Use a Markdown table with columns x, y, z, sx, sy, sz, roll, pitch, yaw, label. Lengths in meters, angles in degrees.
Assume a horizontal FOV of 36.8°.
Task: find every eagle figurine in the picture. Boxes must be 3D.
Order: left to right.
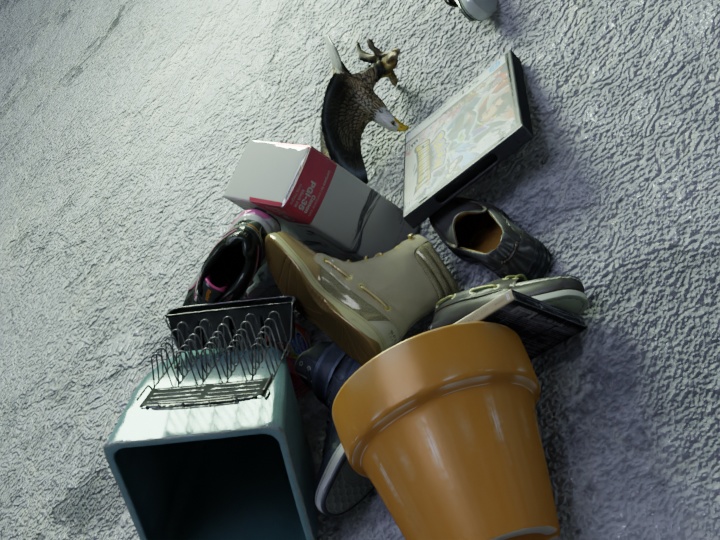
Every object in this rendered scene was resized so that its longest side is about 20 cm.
| x | y | z | sx | sy | sz | roll | pitch | yaw | label |
| --- | --- | --- | --- | --- | --- | --- | --- | --- | --- |
| -0.008 | -0.201 | 1.431 | 0.150 | 0.151 | 0.202 | 22 | 78 | 46 | eagle figurine |

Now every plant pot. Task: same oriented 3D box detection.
| x | y | z | sx | sy | sz | roll | pitch | yaw | label |
| --- | --- | --- | --- | --- | --- | --- | --- | --- | --- |
| -0.149 | 0.191 | 1.224 | 0.192 | 0.199 | 0.201 | -7 | 33 | 9 | plant pot |
| 0.093 | 0.181 | 1.000 | 0.199 | 0.199 | 0.185 | -37 | 55 | 23 | plant pot |

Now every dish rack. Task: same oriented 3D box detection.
| x | y | z | sx | sy | sz | roll | pitch | yaw | label |
| --- | --- | --- | --- | --- | --- | --- | --- | --- | --- |
| -0.151 | 0.089 | 1.147 | 0.150 | 0.056 | 0.200 | -7 | 17 | 9 | dish rack |

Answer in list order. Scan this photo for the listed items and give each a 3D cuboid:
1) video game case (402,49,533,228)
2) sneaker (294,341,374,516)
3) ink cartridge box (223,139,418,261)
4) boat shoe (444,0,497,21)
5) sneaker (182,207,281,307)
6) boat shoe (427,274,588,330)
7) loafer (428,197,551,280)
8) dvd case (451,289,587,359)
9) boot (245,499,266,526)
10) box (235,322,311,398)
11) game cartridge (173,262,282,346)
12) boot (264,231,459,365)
| x | y | z | sx | sy | sz | roll | pitch | yaw | label |
| --- | --- | --- | --- | --- | --- | --- | --- | --- | --- |
| 0.124 | -0.162 | 1.305 | 0.180 | 0.025 | 0.201 | -37 | 26 | 25 | video game case |
| -0.029 | 0.167 | 1.217 | 0.145 | 0.077 | 0.204 | 12 | 62 | 40 | sneaker |
| -0.046 | -0.074 | 1.329 | 0.145 | 0.199 | 0.084 | 13 | 74 | 52 | ink cartridge box |
| 0.139 | -0.389 | 1.474 | 0.057 | 0.068 | 0.202 | -43 | 32 | 30 | boat shoe |
| -0.171 | 0.019 | 1.281 | 0.202 | 0.079 | 0.086 | -64 | -6 | 23 | sneaker |
| 0.148 | 0.036 | 1.127 | 0.199 | 0.071 | 0.062 | -23 | 51 | 41 | boat shoe |
| 0.131 | -0.047 | 1.211 | 0.073 | 0.072 | 0.199 | -58 | 35 | -1 | loafer |
| 0.109 | 0.085 | 1.075 | 0.199 | 0.148 | 0.016 | -34 | 59 | 28 | dvd case |
| -0.163 | 0.291 | 1.311 | 0.142 | 0.071 | 0.204 | -24 | 50 | 28 | boot |
| -0.161 | 0.141 | 1.383 | 0.199 | 0.099 | 0.097 | -36 | 41 | 25 | box |
| -0.137 | 0.042 | 1.403 | 0.199 | 0.132 | 0.041 | -38 | 63 | 29 | game cartridge |
| 0.000 | 0.000 | 1.234 | 0.155 | 0.073 | 0.199 | -34 | 60 | -29 | boot |
